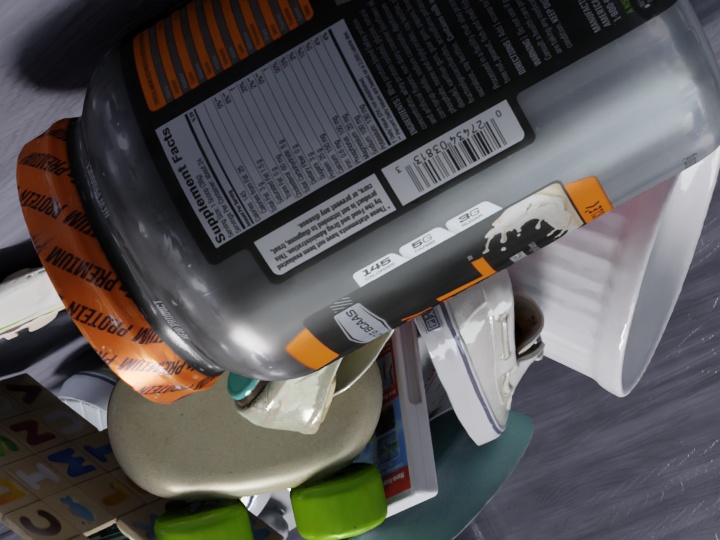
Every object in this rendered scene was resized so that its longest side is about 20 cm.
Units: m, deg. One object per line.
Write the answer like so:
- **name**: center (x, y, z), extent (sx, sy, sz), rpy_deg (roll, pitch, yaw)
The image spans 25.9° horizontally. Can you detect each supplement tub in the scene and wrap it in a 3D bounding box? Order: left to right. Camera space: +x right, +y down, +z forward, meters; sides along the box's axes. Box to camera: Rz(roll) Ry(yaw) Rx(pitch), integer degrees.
- **supplement tub**: center (0.002, -0.046, 0.486), extent (0.199, 0.123, 0.122), rpy_deg (-29, 174, 10)

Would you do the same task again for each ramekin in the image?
- **ramekin**: center (0.155, -0.032, 0.986), extent (0.201, 0.097, 0.201), rpy_deg (-56, 157, -37)

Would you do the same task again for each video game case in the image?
- **video game case**: center (-0.004, 0.054, 0.967), extent (0.017, 0.202, 0.143), rpy_deg (3, 160, -27)

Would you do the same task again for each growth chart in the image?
- **growth chart**: center (-0.161, 0.013, 0.745), extent (0.199, 0.018, 0.145), rpy_deg (-25, 173, -29)

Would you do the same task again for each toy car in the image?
- **toy car**: center (-0.074, 0.070, 0.954), extent (0.157, 0.166, 0.200), rpy_deg (-13, -174, -6)

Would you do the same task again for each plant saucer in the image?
- **plant saucer**: center (0.028, 0.152, 1.037), extent (0.200, 0.036, 0.200), rpy_deg (-42, -175, 4)

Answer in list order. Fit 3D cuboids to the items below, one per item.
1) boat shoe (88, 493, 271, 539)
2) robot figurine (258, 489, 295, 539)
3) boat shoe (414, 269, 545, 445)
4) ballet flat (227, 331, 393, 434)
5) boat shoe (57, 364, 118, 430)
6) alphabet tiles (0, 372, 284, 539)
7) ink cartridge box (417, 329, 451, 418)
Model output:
- **boat shoe**: center (-0.143, 0.169, 1.089), extent (0.199, 0.072, 0.062), rpy_deg (-28, 170, 37)
- **robot figurine**: center (-0.075, 0.138, 1.147), extent (0.200, 0.113, 0.170), rpy_deg (-37, -149, 37)
- **boat shoe**: center (0.076, 0.044, 0.913), extent (0.069, 0.071, 0.200), rpy_deg (-24, 152, 2)
- **ballet flat**: center (0.000, 0.000, 0.817), extent (0.201, 0.062, 0.068), rpy_deg (-57, -158, 19)
- **boat shoe**: center (-0.173, 0.092, 1.130), extent (0.062, 0.072, 0.200), rpy_deg (-57, -179, -14)
- **alphabet tiles**: center (-0.162, 0.127, 0.940), extent (0.167, 0.199, 0.008), rpy_deg (-16, 137, -62)
- **ink cartridge box**: center (0.042, 0.043, 1.058), extent (0.200, 0.068, 0.116), rpy_deg (-23, 146, -55)
